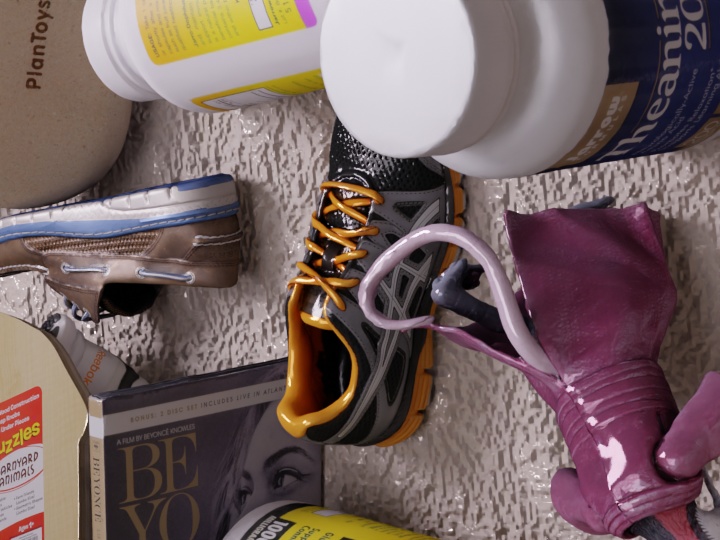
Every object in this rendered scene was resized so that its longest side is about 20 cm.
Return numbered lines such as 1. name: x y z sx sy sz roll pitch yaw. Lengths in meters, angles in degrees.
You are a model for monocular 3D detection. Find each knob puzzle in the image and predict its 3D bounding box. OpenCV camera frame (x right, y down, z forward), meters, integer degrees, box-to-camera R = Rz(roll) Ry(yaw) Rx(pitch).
1. knob puzzle: -0.210 0.115 1.114 0.220 0.030 0.220 -17 63 38

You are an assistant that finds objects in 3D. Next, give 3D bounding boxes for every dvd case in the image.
1. dvd case: -0.080 0.154 1.063 0.016 0.149 0.200 9 104 47

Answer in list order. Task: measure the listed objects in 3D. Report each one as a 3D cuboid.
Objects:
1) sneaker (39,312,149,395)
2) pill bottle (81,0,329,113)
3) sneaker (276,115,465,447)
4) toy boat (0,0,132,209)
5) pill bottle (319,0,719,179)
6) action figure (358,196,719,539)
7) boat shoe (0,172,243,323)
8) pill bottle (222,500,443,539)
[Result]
1. sneaker: -0.197 0.098 1.213 0.080 0.074 0.200 32 147 -15
2. pill bottle: -0.054 -0.139 1.017 0.200 0.104 0.104 -8 92 42
3. sneaker: 0.000 0.000 1.013 0.078 0.077 0.200 12 104 42
4. toy boat: -0.203 -0.140 1.161 0.131 0.130 0.200 -131 48 -63
5. pill bottle: 0.080 -0.098 0.839 0.111 0.200 0.111 9 104 41
6. action figure: 0.115 0.056 0.881 0.134 0.149 0.200 -45 54 31
7. boat shoe: -0.151 -0.006 1.151 0.200 0.072 0.072 -9 93 43
8. pill bottle: 0.021 0.189 1.003 0.200 0.112 0.113 9 103 41
